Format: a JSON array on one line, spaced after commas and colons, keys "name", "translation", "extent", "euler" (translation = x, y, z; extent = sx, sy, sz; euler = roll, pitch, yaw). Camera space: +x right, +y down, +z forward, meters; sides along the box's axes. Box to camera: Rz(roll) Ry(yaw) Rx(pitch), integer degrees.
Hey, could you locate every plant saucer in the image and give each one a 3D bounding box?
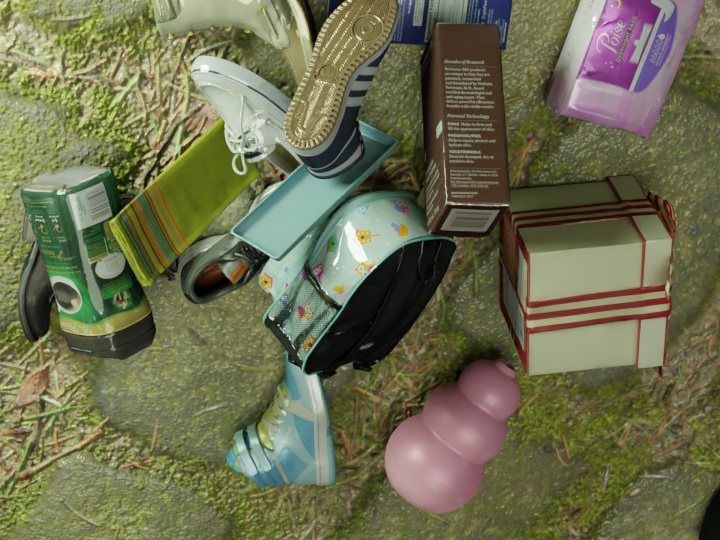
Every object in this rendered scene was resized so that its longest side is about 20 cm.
[{"name": "plant saucer", "translation": [-0.046, -0.084, 1.672], "extent": [0.200, 0.070, 0.019], "euler": [-44, 145, -26]}]

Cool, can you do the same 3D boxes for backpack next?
[{"name": "backpack", "translation": [0.000, 0.000, 1.736], "extent": [0.175, 0.154, 0.200], "euler": [-3, 143, -51]}]

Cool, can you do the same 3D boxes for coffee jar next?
[{"name": "coffee jar", "translation": [-0.285, -0.006, 1.681], "extent": [0.085, 0.104, 0.202], "euler": [-28, 113, -39]}]

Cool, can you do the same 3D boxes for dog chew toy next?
[{"name": "dog chew toy", "translation": [0.117, 0.191, 1.905], "extent": [0.124, 0.125, 0.201], "euler": [31, 102, -22]}]

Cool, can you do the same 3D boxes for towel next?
[{"name": "towel", "translation": [-0.184, -0.076, 1.696], "extent": [0.018, 0.200, 0.087], "euler": [6, 132, 41]}]

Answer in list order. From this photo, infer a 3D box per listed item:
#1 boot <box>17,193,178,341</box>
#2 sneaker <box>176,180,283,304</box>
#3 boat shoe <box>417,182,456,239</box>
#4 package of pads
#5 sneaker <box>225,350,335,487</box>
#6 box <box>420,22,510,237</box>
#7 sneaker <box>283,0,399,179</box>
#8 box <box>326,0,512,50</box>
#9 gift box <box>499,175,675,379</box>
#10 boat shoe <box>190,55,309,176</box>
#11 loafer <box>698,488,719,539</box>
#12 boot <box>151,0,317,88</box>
[{"name": "boot", "translation": [-0.289, -0.005, 1.767], "extent": [0.172, 0.069, 0.202], "euler": [5, 115, -10]}, {"name": "sneaker", "translation": [-0.118, -0.026, 1.774], "extent": [0.199, 0.080, 0.074], "euler": [-36, 115, 10]}, {"name": "boat shoe", "translation": [0.106, -0.109, 1.768], "extent": [0.072, 0.063, 0.202], "euler": [4, 117, -10]}, {"name": "package of pads", "translation": [0.286, -0.249, 1.710], "extent": [0.119, 0.076, 0.202], "euler": [12, 116, -15]}, {"name": "sneaker", "translation": [-0.101, 0.180, 1.888], "extent": [0.129, 0.080, 0.202], "euler": [-9, 118, -4]}, {"name": "box", "translation": [0.107, -0.146, 1.656], "extent": [0.074, 0.202, 0.100], "euler": [2, 162, -8]}, {"name": "sneaker", "translation": [-0.013, -0.189, 1.656], "extent": [0.070, 0.201, 0.109], "euler": [21, 162, 20]}, {"name": "box", "translation": [0.063, -0.298, 1.677], "extent": [0.198, 0.032, 0.122], "euler": [1, 118, -10]}, {"name": "gift box", "translation": [0.263, 0.018, 1.786], "extent": [0.185, 0.201, 0.186], "euler": [-6, 124, -6]}, {"name": "boat shoe", "translation": [-0.110, -0.143, 1.693], "extent": [0.201, 0.074, 0.087], "euler": [37, 68, -34]}, {"name": "loafer", "translation": [0.510, 0.294, 2.039], "extent": [0.072, 0.073, 0.201], "euler": [23, 114, -24]}, {"name": "boot", "translation": [-0.131, -0.261, 1.651], "extent": [0.153, 0.072, 0.201], "euler": [-16, 125, 6]}]
